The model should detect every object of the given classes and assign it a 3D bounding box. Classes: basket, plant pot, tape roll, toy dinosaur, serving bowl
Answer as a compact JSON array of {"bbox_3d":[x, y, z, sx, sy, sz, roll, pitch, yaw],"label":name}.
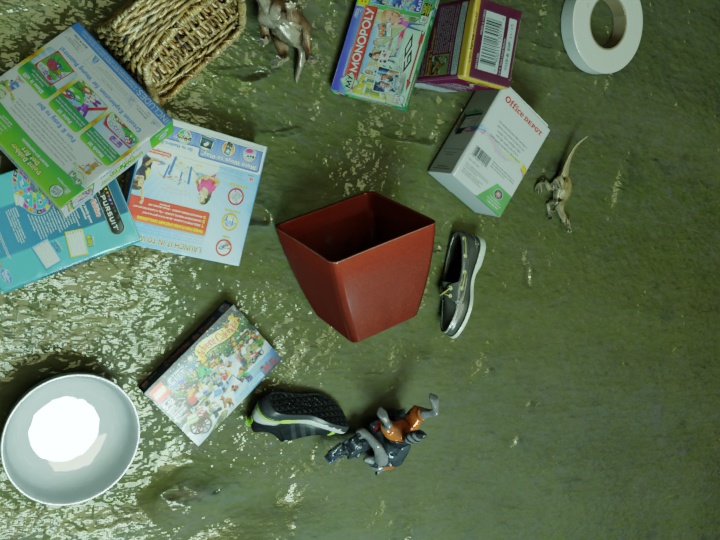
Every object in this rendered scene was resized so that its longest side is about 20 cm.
[{"bbox_3d":[-0.254,-0.350,1.173,0.200,0.143,0.149,-45,117,-15],"label":"basket"},{"bbox_3d":[0.000,0.000,1.371,0.199,0.200,0.177,-23,121,-25],"label":"plant pot"},{"bbox_3d":[0.490,-0.501,1.648,0.202,0.037,0.204,-6,102,-29],"label":"tape roll"},{"bbox_3d":[0.407,-0.175,1.660,0.101,0.058,0.201,-15,115,-43],"label":"toy dinosaur"},{"bbox_3d":[-0.437,0.244,1.221,0.199,0.066,0.201,-7,103,-30],"label":"serving bowl"},{"bbox_3d":[-0.119,-0.400,1.287,0.085,0.136,0.200,-19,140,14],"label":"toy dinosaur"}]

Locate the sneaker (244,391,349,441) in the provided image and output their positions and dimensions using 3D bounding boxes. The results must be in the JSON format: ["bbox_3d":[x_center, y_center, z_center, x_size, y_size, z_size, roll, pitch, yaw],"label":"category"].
[{"bbox_3d":[-0.114,0.261,1.430,0.199,0.072,0.083,19,123,-36],"label":"sneaker"}]

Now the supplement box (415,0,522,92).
[{"bbox_3d":[0.164,-0.376,1.382,0.103,0.200,0.132,5,97,-32],"label":"supplement box"}]

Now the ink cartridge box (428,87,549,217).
[{"bbox_3d":[0.242,-0.225,1.524,0.145,0.084,0.201,35,81,-31],"label":"ink cartridge box"}]

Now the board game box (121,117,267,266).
[{"bbox_3d":[-0.263,-0.123,1.261,0.199,0.056,0.197,13,93,-32],"label":"board game box"}]

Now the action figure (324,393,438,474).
[{"bbox_3d":[0.044,0.311,1.459,0.199,0.105,0.194,-24,151,-32],"label":"action figure"}]

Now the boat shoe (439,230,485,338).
[{"bbox_3d":[0.180,0.026,1.546,0.060,0.072,0.202,17,83,-28],"label":"boat shoe"}]

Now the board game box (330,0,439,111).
[{"bbox_3d":[0.042,-0.379,1.359,0.029,0.134,0.201,14,93,-75],"label":"board game box"}]

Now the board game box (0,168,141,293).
[{"bbox_3d":[-0.430,-0.076,1.139,0.199,0.047,0.152,-23,94,-17],"label":"board game box"}]

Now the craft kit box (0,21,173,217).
[{"bbox_3d":[-0.397,-0.209,1.118,0.197,0.049,0.200,-42,87,-21],"label":"craft kit box"}]

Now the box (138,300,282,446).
[{"bbox_3d":[-0.243,0.168,1.338,0.200,0.038,0.137,-46,118,-15],"label":"box"}]
